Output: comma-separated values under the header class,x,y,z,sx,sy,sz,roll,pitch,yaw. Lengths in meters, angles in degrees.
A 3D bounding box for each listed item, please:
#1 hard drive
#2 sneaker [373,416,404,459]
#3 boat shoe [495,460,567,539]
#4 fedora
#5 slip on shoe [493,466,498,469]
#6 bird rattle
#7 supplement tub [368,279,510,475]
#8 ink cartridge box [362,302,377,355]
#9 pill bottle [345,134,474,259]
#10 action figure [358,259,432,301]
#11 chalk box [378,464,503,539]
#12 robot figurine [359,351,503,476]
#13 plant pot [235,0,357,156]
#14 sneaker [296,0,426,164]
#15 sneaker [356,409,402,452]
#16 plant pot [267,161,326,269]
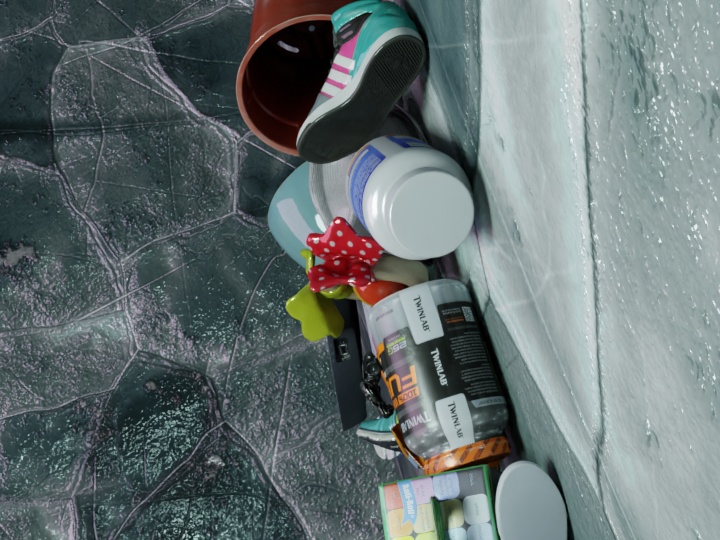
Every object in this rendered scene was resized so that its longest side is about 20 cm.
class,x,y,z,sx,sy,sz,roll,pitch,yaw
hard drive,-0.020,0.104,1.335,0.135,0.042,0.201,-95,-2,-46
sneaker,0.116,0.219,1.406,0.199,0.115,0.081,-19,75,55
boat shoe,0.174,0.278,0.989,0.057,0.068,0.201,-132,25,-80
fedora,0.001,-0.102,1.175,0.176,0.090,0.201,12,104,47
slip on shoe,0.140,0.276,1.314,0.061,0.076,0.200,50,168,36
bird rattle,0.000,0.000,1.148,0.200,0.162,0.113,133,137,-59
supplement tub,0.091,0.122,1.118,0.123,0.122,0.201,90,164,-71
ink cartridge box,0.034,0.073,1.497,0.196,0.043,0.201,-116,12,-67
pill bottle,0.051,-0.074,1.021,0.200,0.111,0.113,-121,16,-73
action figure,0.051,0.019,1.310,0.102,0.118,0.201,-133,23,-69
chalk box,0.098,0.278,1.045,0.200,0.123,0.125,36,-137,-60
robot figurine,0.086,0.159,1.215,0.058,0.144,0.201,86,159,-57
plant pot,-0.061,-0.284,1.288,0.196,0.199,0.201,-99,-1,-47
sneaker,-0.010,-0.218,1.094,0.200,0.083,0.121,-44,40,35
sneaker,0.076,0.195,1.321,0.199,0.077,0.080,-21,54,44
plant pot,-0.011,-0.055,1.384,0.135,0.199,0.201,58,167,31
